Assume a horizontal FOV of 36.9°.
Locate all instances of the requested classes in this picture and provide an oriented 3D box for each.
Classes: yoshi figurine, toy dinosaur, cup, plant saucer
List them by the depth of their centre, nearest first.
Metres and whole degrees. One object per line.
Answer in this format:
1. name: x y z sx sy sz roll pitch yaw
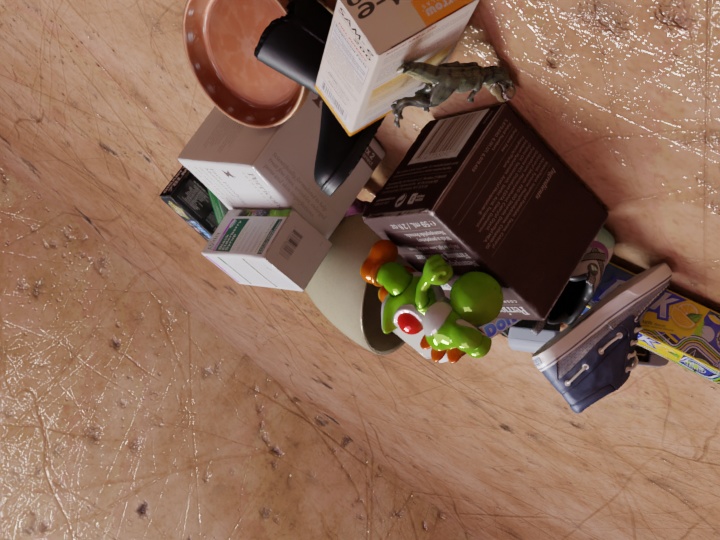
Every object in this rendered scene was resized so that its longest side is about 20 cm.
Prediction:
1. toy dinosaur: 0.077 -0.189 1.117 0.088 0.200 0.048 -33 73 40
2. yoshi figurine: 0.094 0.026 1.237 0.200 0.112 0.112 36 128 48
3. plant saucer: -0.140 -0.278 1.355 0.200 0.032 0.201 20 127 29
4. cup: 0.000 0.000 1.505 0.143 0.201 0.200 19 157 29

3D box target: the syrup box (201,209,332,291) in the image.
1. syrup box: -0.133 -0.030 1.480 0.081 0.079 0.200 40 162 -28

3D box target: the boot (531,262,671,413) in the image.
1. boot: 0.310 0.082 1.302 0.090 0.200 0.073 53 -178 1

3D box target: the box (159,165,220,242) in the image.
1. box: -0.174 -0.124 1.660 0.200 0.199 0.050 43 159 -26

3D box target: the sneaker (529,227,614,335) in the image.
1. sneaker: 0.226 0.035 1.341 0.078 0.140 0.200 33 139 -8

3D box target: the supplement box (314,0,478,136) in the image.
1. supplement box: 0.032 -0.232 1.109 0.074 0.126 0.200 55 163 8

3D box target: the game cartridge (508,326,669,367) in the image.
1. game cartridge: 0.310 0.105 1.489 0.199 0.041 0.133 8 180 -30

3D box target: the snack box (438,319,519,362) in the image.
1. snack box: 0.196 0.068 1.498 0.024 0.200 0.072 61 160 -1

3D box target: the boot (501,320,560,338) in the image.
1. boot: 0.197 0.045 1.649 0.203 0.074 0.154 22 -170 -30

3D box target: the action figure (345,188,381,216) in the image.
1. action figure: 0.003 -0.074 1.632 0.199 0.134 0.149 12 -155 -12

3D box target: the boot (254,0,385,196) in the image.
1. boot: -0.052 -0.204 1.232 0.168 0.201 0.076 31 159 -7

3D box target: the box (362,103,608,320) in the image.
1. box: 0.147 -0.065 1.284 0.200 0.164 0.166 42 161 -21

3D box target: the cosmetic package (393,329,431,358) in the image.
1. cosmetic package: 0.134 0.016 1.460 0.073 0.200 0.104 39 161 -9

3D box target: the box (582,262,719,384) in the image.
1. box: 0.373 0.062 1.351 0.200 0.070 0.064 27 169 24

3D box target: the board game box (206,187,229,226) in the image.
1. board game box: -0.159 -0.115 1.625 0.029 0.134 0.201 5 114 57

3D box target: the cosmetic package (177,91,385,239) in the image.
1. cosmetic package: -0.111 -0.161 1.504 0.200 0.165 0.165 12 153 51
